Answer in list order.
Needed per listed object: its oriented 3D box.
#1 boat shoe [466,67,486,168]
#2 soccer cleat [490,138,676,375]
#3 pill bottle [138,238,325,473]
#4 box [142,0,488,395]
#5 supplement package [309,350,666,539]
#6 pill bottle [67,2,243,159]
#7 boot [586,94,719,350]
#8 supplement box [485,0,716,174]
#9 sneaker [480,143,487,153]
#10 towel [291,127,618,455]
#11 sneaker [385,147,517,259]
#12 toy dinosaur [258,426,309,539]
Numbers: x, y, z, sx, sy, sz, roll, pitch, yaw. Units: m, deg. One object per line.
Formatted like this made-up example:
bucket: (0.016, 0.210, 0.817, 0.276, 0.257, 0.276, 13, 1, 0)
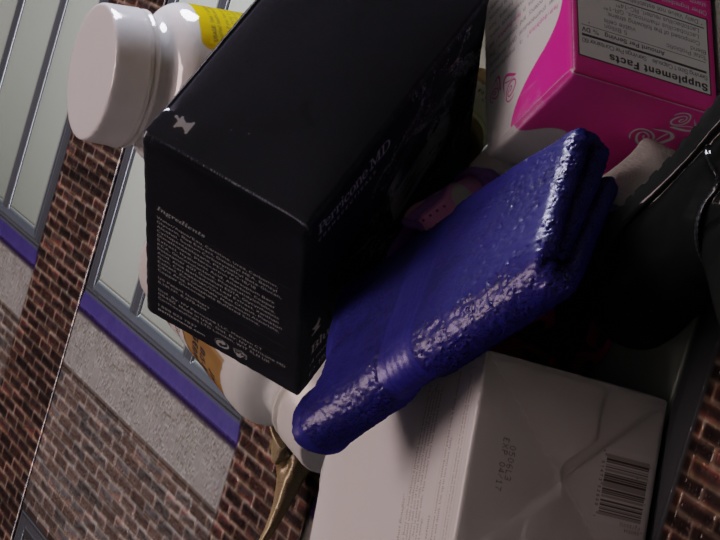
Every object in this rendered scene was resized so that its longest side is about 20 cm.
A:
boat shoe: (0.043, -0.061, 1.903, 0.066, 0.074, 0.200, -55, 3, -38)
soccer cleat: (0.130, 0.001, 1.669, 0.200, 0.070, 0.087, -47, 20, 46)
pill bottle: (-0.056, 0.039, 1.947, 0.200, 0.114, 0.115, 49, 126, 35)
box: (-0.028, -0.067, 1.704, 0.197, 0.117, 0.200, -53, -17, -27)
supplement package: (0.069, 0.124, 1.653, 0.200, 0.119, 0.122, -13, 64, 65)
pill bottle: (-0.093, -0.122, 1.988, 0.114, 0.199, 0.115, -33, 53, 59)
boot: (0.194, 0.007, 1.491, 0.199, 0.073, 0.163, -57, 28, 30)
supplement box: (0.137, -0.162, 1.685, 0.101, 0.103, 0.201, -43, 37, 51)
sneaker: (0.097, -0.105, 1.779, 0.115, 0.075, 0.201, -35, 48, 56)
towel: (0.055, 0.016, 1.583, 0.200, 0.050, 0.148, -35, 21, 34)
sneaker: (0.051, 0.011, 1.741, 0.081, 0.088, 0.200, 49, 151, 27)
toy dinosaur: (-0.043, 0.125, 2.030, 0.101, 0.058, 0.201, 120, 165, -68)
